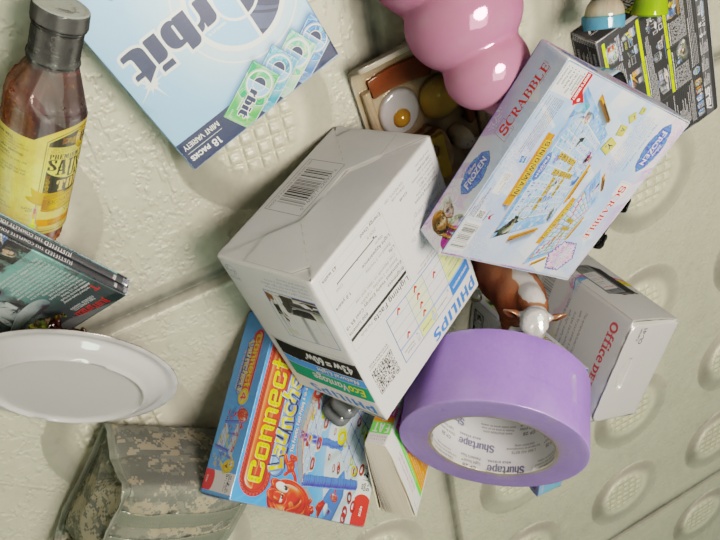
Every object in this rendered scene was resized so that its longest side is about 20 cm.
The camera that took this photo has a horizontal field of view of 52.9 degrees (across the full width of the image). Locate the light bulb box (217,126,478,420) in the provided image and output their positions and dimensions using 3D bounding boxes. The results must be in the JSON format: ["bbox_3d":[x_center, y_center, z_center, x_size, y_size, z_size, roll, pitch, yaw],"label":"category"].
[{"bbox_3d":[0.000,0.000,0.718,0.199,0.124,0.201,-51,136,-28],"label":"light bulb box"}]

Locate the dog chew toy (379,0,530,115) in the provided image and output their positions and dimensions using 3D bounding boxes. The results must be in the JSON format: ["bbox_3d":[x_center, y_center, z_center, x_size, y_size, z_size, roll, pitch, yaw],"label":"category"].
[{"bbox_3d":[0.084,-0.232,0.629,0.124,0.124,0.201,-28,99,-12],"label":"dog chew toy"}]

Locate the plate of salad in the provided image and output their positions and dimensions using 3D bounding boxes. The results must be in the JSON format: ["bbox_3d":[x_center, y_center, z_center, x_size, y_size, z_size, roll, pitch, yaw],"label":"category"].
[{"bbox_3d":[-0.274,0.096,0.685,0.198,0.048,0.201,-3,146,-2],"label":"plate of salad"}]

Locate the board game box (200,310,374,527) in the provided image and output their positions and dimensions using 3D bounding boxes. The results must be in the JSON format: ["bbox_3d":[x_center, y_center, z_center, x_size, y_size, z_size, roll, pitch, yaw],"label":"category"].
[{"bbox_3d":[-0.060,0.169,0.813,0.195,0.056,0.202,27,68,-40],"label":"board game box"}]

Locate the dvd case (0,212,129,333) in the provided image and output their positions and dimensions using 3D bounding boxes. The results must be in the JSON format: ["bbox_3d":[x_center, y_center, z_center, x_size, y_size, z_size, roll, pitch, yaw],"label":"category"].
[{"bbox_3d":[-0.317,-0.001,0.598,0.145,0.022,0.200,-27,137,31],"label":"dvd case"}]

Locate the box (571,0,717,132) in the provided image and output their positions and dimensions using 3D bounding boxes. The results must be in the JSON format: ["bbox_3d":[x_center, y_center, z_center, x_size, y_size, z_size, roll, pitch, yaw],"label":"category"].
[{"bbox_3d":[0.346,-0.237,0.866,0.160,0.044,0.201,-36,130,-5],"label":"box"}]

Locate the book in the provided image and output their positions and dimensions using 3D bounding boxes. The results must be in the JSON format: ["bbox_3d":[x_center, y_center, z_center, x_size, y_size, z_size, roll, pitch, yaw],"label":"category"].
[{"bbox_3d":[0.061,0.172,0.881,0.201,0.048,0.134,-63,148,-45],"label":"book"}]

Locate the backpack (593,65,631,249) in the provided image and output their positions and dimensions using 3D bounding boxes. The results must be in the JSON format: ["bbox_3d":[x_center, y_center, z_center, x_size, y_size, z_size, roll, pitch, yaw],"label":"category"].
[{"bbox_3d":[0.235,-0.133,0.802,0.163,0.153,0.200,-49,157,-18],"label":"backpack"}]

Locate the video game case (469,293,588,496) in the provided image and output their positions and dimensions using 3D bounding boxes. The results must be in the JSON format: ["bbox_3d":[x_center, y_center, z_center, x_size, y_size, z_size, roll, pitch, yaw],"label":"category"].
[{"bbox_3d":[0.205,0.157,0.944,0.045,0.181,0.201,-14,126,-22],"label":"video game case"}]

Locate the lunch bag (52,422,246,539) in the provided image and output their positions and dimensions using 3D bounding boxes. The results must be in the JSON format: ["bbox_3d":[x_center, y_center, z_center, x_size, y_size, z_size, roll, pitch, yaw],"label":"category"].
[{"bbox_3d":[-0.237,0.279,0.809,0.163,0.118,0.201,13,116,-39],"label":"lunch bag"}]

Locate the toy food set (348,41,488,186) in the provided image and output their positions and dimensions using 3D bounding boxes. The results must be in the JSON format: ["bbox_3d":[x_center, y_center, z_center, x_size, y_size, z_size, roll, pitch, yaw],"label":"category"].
[{"bbox_3d":[0.082,-0.153,0.754,0.143,0.060,0.201,-30,129,-11],"label":"toy food set"}]

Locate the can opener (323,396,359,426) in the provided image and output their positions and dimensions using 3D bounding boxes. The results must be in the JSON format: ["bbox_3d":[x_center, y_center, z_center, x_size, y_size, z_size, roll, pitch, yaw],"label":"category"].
[{"bbox_3d":[0.018,0.090,0.831,0.200,0.066,0.053,-53,177,-35],"label":"can opener"}]

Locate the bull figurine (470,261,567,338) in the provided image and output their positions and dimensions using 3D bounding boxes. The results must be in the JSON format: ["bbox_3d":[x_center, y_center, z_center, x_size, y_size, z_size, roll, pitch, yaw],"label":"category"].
[{"bbox_3d":[0.171,0.024,0.837,0.065,0.201,0.122,-16,144,-6],"label":"bull figurine"}]

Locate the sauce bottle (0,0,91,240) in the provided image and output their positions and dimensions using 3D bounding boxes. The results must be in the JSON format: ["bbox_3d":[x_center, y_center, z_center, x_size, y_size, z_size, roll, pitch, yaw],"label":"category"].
[{"bbox_3d":[-0.249,-0.111,0.562,0.066,0.066,0.201,3,131,-32],"label":"sauce bottle"}]

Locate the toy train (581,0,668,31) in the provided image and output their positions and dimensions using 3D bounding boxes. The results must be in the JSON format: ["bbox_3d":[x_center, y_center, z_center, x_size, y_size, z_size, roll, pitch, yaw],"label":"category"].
[{"bbox_3d":[0.309,-0.319,0.752,0.198,0.085,0.117,-15,113,-22],"label":"toy train"}]

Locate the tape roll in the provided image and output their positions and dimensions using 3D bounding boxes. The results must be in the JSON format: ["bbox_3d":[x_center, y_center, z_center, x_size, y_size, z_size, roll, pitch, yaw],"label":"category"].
[{"bbox_3d":[0.145,0.153,0.781,0.198,0.085,0.201,8,143,7],"label":"tape roll"}]

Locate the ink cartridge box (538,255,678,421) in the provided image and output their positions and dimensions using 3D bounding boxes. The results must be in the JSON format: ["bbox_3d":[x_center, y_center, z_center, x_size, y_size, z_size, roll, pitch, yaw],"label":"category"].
[{"bbox_3d":[0.278,0.071,0.920,0.085,0.200,0.149,-3,121,-29],"label":"ink cartridge box"}]

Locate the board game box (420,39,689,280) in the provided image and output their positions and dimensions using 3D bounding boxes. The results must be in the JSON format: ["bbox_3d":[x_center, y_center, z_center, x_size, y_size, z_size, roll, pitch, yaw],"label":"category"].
[{"bbox_3d":[0.184,-0.090,0.681,0.198,0.041,0.201,10,123,-39],"label":"board game box"}]

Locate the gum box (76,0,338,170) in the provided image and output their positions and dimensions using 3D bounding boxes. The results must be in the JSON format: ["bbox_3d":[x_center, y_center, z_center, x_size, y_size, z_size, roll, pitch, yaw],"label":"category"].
[{"bbox_3d":[-0.137,-0.212,0.599,0.170,0.045,0.200,-39,131,-3],"label":"gum box"}]
